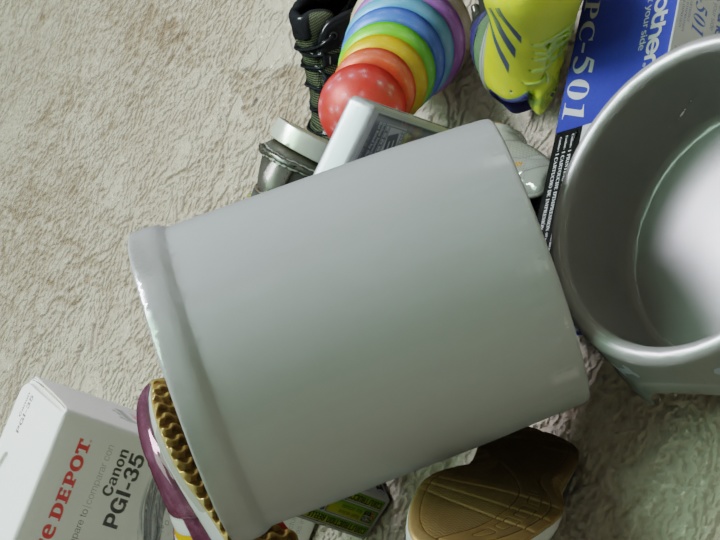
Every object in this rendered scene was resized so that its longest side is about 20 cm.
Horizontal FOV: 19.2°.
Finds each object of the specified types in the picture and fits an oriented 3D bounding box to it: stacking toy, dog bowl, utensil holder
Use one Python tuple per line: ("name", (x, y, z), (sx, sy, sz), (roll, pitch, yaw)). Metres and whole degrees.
("stacking toy", (0.017, -0.129, 1.361), (0.086, 0.085, 0.200), (-55, 3, 23))
("dog bowl", (0.179, -0.028, 1.058), (0.199, 0.058, 0.202), (-24, 54, 37))
("utensil holder", (0.000, 0.027, 1.106), (0.199, 0.171, 0.170), (-20, 38, 1))

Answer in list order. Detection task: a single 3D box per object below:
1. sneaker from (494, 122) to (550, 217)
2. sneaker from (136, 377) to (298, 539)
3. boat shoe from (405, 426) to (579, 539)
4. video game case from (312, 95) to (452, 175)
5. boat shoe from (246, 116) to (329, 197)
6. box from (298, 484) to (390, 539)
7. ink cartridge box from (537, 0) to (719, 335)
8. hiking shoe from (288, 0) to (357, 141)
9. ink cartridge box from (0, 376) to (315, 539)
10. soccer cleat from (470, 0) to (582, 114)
("sneaker", (0.062, 0.013, 1.279), (0.092, 0.075, 0.201), (34, 103, 55))
("sneaker", (-0.089, 0.159, 1.255), (0.090, 0.075, 0.201), (-51, 57, 36))
("boat shoe", (0.069, 0.138, 1.109), (0.200, 0.070, 0.070), (-27, -47, -68))
("video game case", (0.000, 0.000, 1.305), (0.023, 0.181, 0.201), (29, 99, 26))
("boat shoe", (-0.016, -0.042, 1.344), (0.072, 0.202, 0.061), (28, 90, 23))
("box", (-0.058, 0.088, 1.397), (0.035, 0.109, 0.200), (-57, 29, 19))
("ink cartridge box", (0.151, -0.067, 1.201), (0.094, 0.044, 0.202), (-12, 60, 56))
("hiking shoe", (-0.018, -0.146, 1.501), (0.201, 0.100, 0.076), (-64, 24, 6))
("ink cartridge box", (-0.146, 0.175, 1.395), (0.083, 0.199, 0.148), (26, 94, 63))
("soccer cleat", (0.104, -0.137, 1.258), (0.200, 0.064, 0.084), (129, 126, -85))
